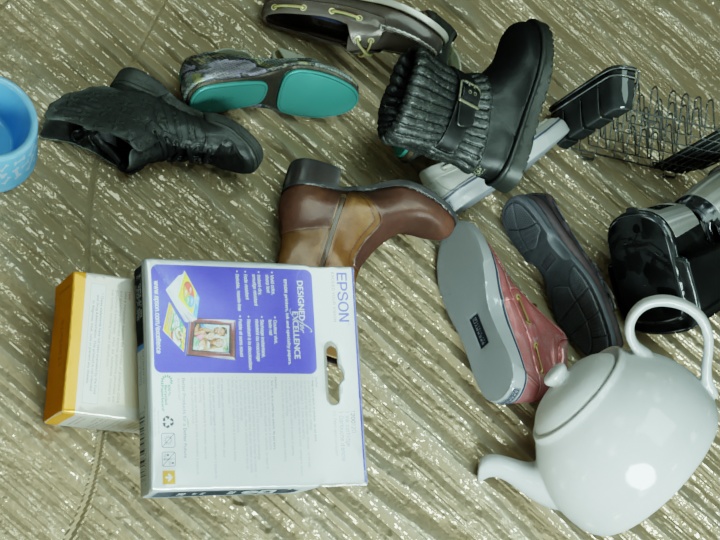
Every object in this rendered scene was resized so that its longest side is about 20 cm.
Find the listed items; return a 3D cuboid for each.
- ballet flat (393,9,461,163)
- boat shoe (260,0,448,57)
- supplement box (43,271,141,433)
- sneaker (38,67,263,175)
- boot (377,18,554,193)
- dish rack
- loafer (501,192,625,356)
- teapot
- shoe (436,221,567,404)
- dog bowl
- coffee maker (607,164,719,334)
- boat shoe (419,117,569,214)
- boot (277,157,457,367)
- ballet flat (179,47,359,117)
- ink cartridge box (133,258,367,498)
[{"bbox_3d":[0.081,-0.194,1.717,0.068,0.068,0.202,22,56,-25],"label":"ballet flat"},{"bbox_3d":[-0.007,-0.258,1.685,0.198,0.072,0.060,21,70,4],"label":"boat shoe"},{"bbox_3d":[-0.173,0.081,1.420,0.198,0.073,0.128,9,73,-23],"label":"supplement box"},{"bbox_3d":[-0.199,-0.124,1.541,0.198,0.060,0.105,30,53,-3],"label":"sneaker"},{"bbox_3d":[0.110,-0.196,1.639,0.156,0.079,0.213,24,59,-15],"label":"boot"},{"bbox_3d":[0.325,-0.159,1.772,0.198,0.153,0.055,11,73,-21],"label":"dish rack"},{"bbox_3d":[0.226,0.000,1.684,0.063,0.072,0.201,-19,71,-38],"label":"loafer"},{"bbox_3d":[0.238,0.142,1.531,0.146,0.197,0.200,45,57,-7],"label":"teapot"},{"bbox_3d":[0.146,0.045,1.623,0.090,0.071,0.202,8,54,-40],"label":"shoe"},{"bbox_3d":[-0.382,-0.121,1.449,0.198,0.050,0.112,-16,72,-33],"label":"dog bowl"},{"bbox_3d":[0.382,-0.004,1.724,0.199,0.135,0.193,-25,78,-34],"label":"coffee maker"},{"bbox_3d":[0.142,-0.127,1.712,0.199,0.071,0.070,-33,84,-29],"label":"boat shoe"},{"bbox_3d":[0.000,0.000,1.568,0.186,0.068,0.202,18,58,-18],"label":"boot"},{"bbox_3d":[-0.095,-0.199,1.629,0.198,0.072,0.073,-3,65,-30],"label":"ballet flat"},{"bbox_3d":[-0.096,0.093,1.387,0.198,0.043,0.201,2,77,-23],"label":"ink cartridge box"}]
